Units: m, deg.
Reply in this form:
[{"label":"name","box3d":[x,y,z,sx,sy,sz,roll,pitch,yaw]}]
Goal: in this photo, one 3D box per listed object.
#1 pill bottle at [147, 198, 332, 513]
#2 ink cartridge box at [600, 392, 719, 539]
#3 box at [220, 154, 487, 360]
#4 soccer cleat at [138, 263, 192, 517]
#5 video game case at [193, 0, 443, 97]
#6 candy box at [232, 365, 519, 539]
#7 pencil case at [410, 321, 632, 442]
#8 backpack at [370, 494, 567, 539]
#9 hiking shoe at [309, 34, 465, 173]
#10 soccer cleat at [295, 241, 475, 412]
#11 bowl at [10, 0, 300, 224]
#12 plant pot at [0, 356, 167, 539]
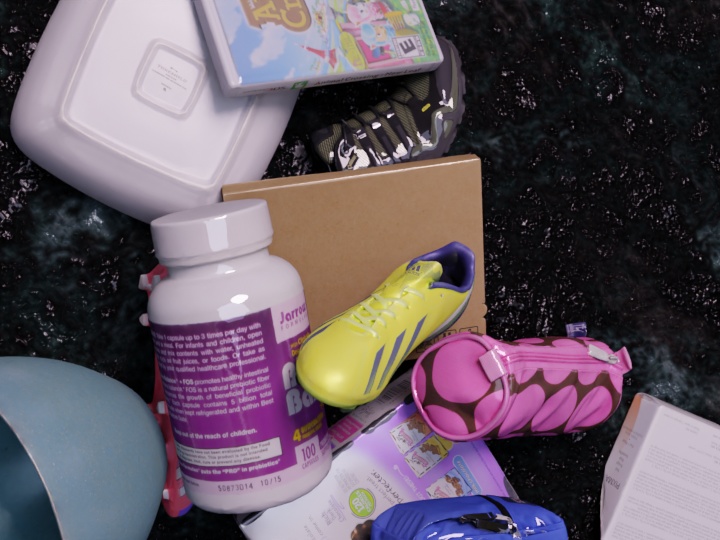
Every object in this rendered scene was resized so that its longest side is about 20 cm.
[{"label":"pill bottle","box3d":[-0.088,0.056,0.716,0.111,0.112,0.202,-13,102,-14]},{"label":"ink cartridge box","box3d":[0.286,0.233,0.925,0.161,0.050,0.202,23,94,-15]},{"label":"box","box3d":[0.000,0.000,0.792,0.197,0.021,0.165,-8,114,-7]},{"label":"soccer cleat","box3d":[-0.129,0.090,0.791,0.076,0.066,0.203,-3,94,-29]},{"label":"video game case","box3d":[-0.046,-0.234,0.770,0.180,0.022,0.202,-13,76,-27]},{"label":"candy box","box3d":[0.020,0.204,0.830,0.199,0.071,0.169,-34,101,-12]},{"label":"pencil case","box3d":[0.132,0.087,0.806,0.199,0.093,0.092,2,69,-49]},{"label":"backpack","box3d":[0.106,0.251,0.737,0.198,0.162,0.170,4,89,-17]},{"label":"hiking shoe","box3d":[0.014,-0.104,0.814,0.100,0.076,0.202,22,87,-18]},{"label":"soccer cleat","box3d":[0.021,0.030,0.704,0.064,0.200,0.084,37,122,15]},{"label":"bowl","box3d":[-0.146,-0.140,0.772,0.198,0.075,0.201,26,86,-16]},{"label":"plant pot","box3d":[-0.216,0.144,0.719,0.134,0.199,0.202,-24,100,-50]}]
